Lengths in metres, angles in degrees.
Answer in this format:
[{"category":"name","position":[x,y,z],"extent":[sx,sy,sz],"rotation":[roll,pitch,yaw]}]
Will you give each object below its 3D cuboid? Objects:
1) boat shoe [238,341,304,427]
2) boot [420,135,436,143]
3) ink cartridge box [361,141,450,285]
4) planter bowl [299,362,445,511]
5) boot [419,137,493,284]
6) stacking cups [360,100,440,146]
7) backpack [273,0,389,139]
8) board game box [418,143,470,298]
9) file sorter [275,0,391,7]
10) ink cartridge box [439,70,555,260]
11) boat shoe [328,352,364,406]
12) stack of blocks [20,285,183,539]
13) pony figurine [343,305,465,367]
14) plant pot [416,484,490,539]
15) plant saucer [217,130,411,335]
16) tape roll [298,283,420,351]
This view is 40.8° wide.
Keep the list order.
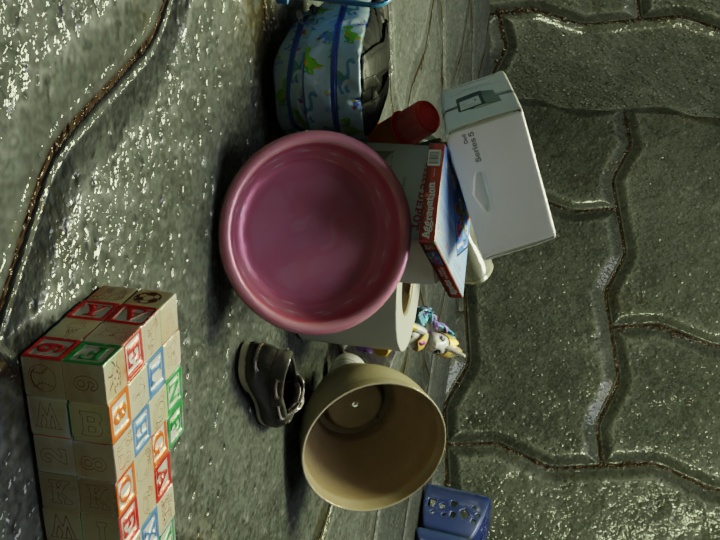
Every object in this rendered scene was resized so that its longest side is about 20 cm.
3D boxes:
[{"category":"boat shoe","position":[-0.090,0.137,1.107],"extent":[0.200,0.056,0.067],"rotation":[72,26,-63]},{"category":"boot","position":[0.046,-0.091,1.443],"extent":[0.076,0.167,0.202],"rotation":[9,76,-47]},{"category":"ink cartridge box","position":[0.001,-0.070,1.100],"extent":[0.085,0.198,0.145],"rotation":[80,19,-52]},{"category":"planter bowl","position":[0.003,0.211,1.341],"extent":[0.135,0.198,0.202],"rotation":[-123,-149,-63]},{"category":"boot","position":[0.122,-0.072,1.315],"extent":[0.182,0.072,0.202],"rotation":[-59,134,-72]},{"category":"stacking cups","position":[0.013,-0.142,1.162],"extent":[0.060,0.199,0.061],"rotation":[16,64,-36]},{"category":"backpack","position":[-0.026,-0.221,1.094],"extent":[0.200,0.152,0.164],"rotation":[-106,-163,-58]},{"category":"board game box","position":[0.092,-0.047,1.032],"extent":[0.200,0.019,0.104],"rotation":[52,44,-68]},{"category":"file sorter","position":[-0.016,-0.380,0.953],"extent":[0.201,0.122,0.140],"rotation":[93,9,-51]},{"category":"ink cartridge box","position":[0.147,-0.120,1.063],"extent":[0.200,0.083,0.146],"rotation":[-83,155,-68]},{"category":"boat shoe","position":[-0.028,0.224,1.456],"extent":[0.069,0.071,0.202],"rotation":[-58,160,-65]},{"category":"stack of blocks","position":[-0.173,0.126,0.687],"extent":[0.115,0.058,0.202],"rotation":[-59,152,-65]},{"category":"pony figurine","position":[0.042,0.088,1.465],"extent":[0.199,0.192,0.168],"rotation":[15,95,-51]},{"category":"plant pot","position":[0.263,0.767,2.822],"extent":[0.180,0.198,0.201],"rotation":[-64,158,-44]},{"category":"plant saucer","position":[-0.048,-0.038,0.973],"extent":[0.051,0.199,0.202],"rotation":[-166,-100,-69]},{"category":"tape roll","position":[0.000,0.000,1.283],"extent":[0.203,0.138,0.205],"rotation":[5,90,-79]}]
